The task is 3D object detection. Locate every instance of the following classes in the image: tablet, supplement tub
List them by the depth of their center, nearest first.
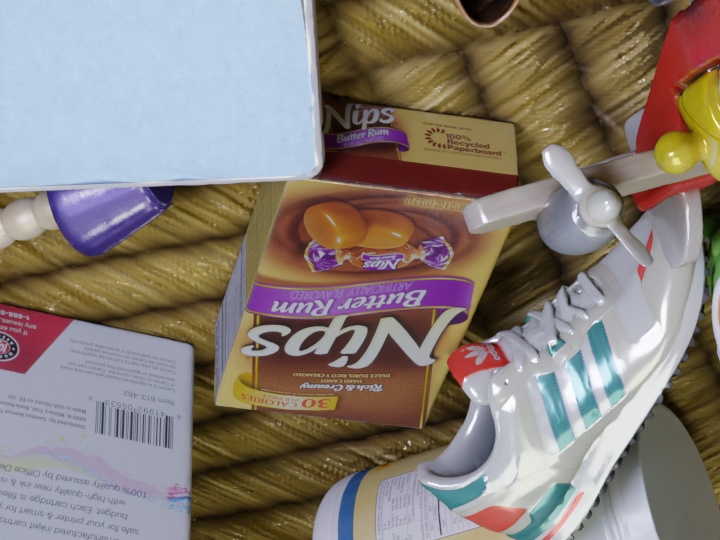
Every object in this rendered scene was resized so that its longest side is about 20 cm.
[{"bbox_3d":[-0.119,-0.096,1.354,0.199,0.014,0.131,-2,119,3],"label":"tablet"},{"bbox_3d":[0.089,0.159,1.625,0.199,0.145,0.145,-18,140,22],"label":"supplement tub"}]

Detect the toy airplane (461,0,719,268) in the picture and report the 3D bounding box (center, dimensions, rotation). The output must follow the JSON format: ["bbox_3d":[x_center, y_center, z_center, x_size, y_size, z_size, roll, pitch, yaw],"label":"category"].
[{"bbox_3d":[0.167,-0.053,1.344,0.200,0.141,0.199,-37,152,21],"label":"toy airplane"}]

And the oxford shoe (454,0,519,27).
[{"bbox_3d":[0.064,-0.182,1.232,0.071,0.071,0.200,1,142,0],"label":"oxford shoe"}]

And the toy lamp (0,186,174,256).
[{"bbox_3d":[-0.184,-0.018,1.458,0.199,0.058,0.058,-17,141,24],"label":"toy lamp"}]

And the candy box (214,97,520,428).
[{"bbox_3d":[0.000,0.000,1.486,0.116,0.057,0.200,6,144,-11],"label":"candy box"}]

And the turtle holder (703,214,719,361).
[{"bbox_3d":[0.255,0.037,1.476,0.141,0.132,0.186,-17,140,20],"label":"turtle holder"}]

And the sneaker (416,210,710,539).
[{"bbox_3d":[0.099,0.047,1.487,0.093,0.070,0.200,22,108,-19],"label":"sneaker"}]

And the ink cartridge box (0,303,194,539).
[{"bbox_3d":[-0.168,0.126,1.529,0.145,0.201,0.083,13,141,-18],"label":"ink cartridge box"}]
